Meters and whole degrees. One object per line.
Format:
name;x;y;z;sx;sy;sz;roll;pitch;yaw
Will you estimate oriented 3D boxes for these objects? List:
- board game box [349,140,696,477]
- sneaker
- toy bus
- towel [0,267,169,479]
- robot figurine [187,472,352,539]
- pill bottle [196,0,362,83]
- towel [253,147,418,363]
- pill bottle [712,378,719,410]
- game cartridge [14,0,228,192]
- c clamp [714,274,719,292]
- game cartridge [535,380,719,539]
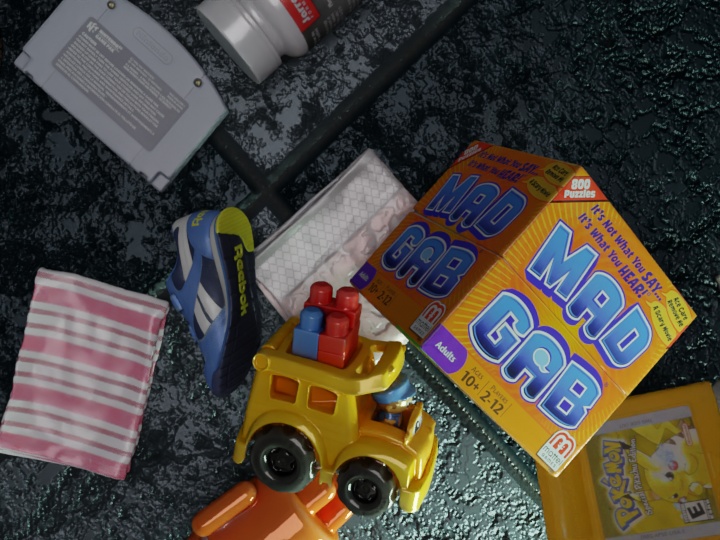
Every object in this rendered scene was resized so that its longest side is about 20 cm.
board game box;0.147;0.026;0.742;0.200;0.200;0.200;-47;114;-2
sneaker;-0.156;0.032;0.805;0.081;0.074;0.204;5;103;22
toy bus;-0.012;0.116;0.753;0.197;0.136;0.195;14;110;12
towel;-0.296;0.111;0.817;0.144;0.030;0.203;14;91;-6
robot figurine;-0.101;0.284;0.800;0.199;0.144;0.117;-39;74;-2
pill bottle;-0.062;-0.293;0.774;0.200;0.114;0.114;-43;96;-2
towel;0.000;0.000;0.837;0.200;0.032;0.191;-42;96;-1
pill bottle;0.370;0.222;0.840;0.114;0.114;0.200;44;89;-6
game cartridge;-0.243;-0.198;0.803;0.200;0.042;0.134;42;85;-6
c clamp;0.523;0.072;0.889;0.197;0.027;0.174;-11;94;-4
game cartridge;0.285;0.220;0.796;0.197;0.032;0.179;-15;58;19
